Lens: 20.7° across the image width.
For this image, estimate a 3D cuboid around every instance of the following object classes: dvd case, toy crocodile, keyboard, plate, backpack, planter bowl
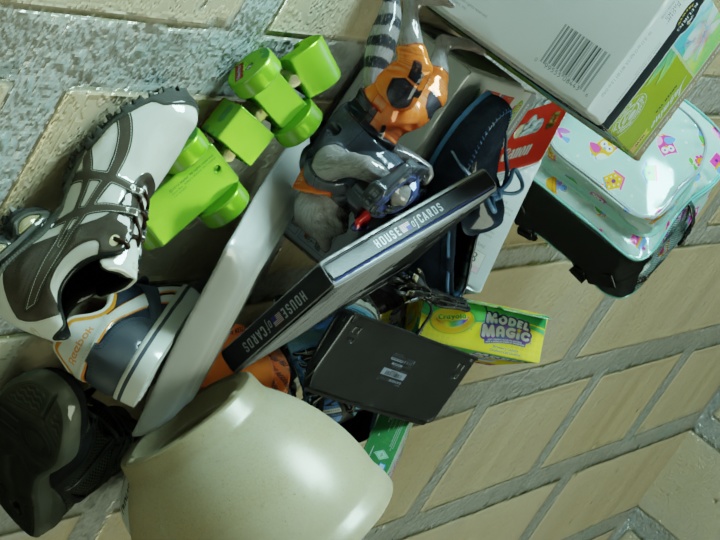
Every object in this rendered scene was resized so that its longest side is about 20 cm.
[{"bbox_3d":[0.000,0.000,1.489,0.200,0.025,0.150,-30,172,-44],"label":"dvd case"},{"bbox_3d":[-0.092,-0.095,1.403,0.200,0.062,0.068,-47,118,-9],"label":"toy crocodile"},{"bbox_3d":[0.036,0.059,1.592,0.127,0.021,0.200,-55,147,9],"label":"keyboard"},{"bbox_3d":[-0.096,0.011,1.480,0.200,0.032,0.200,-60,-177,33],"label":"plate"},{"bbox_3d":[0.265,-0.102,1.959,0.200,0.176,0.153,-41,162,-34],"label":"backpack"},{"bbox_3d":[-0.095,0.162,1.470,0.200,0.135,0.200,-33,-170,7],"label":"planter bowl"}]

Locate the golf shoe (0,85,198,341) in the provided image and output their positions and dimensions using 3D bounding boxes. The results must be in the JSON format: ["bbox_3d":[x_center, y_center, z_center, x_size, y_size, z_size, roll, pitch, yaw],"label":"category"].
[{"bbox_3d":[-0.164,-0.033,1.305,0.200,0.094,0.078,-47,158,-13],"label":"golf shoe"}]

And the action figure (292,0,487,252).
[{"bbox_3d":[0.014,-0.102,1.448,0.194,0.105,0.200,-57,173,-2],"label":"action figure"}]

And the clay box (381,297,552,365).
[{"bbox_3d":[0.091,0.053,1.764,0.200,0.115,0.048,166,-65,-79],"label":"clay box"}]

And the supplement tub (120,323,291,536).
[{"bbox_3d":[-0.126,0.145,1.638,0.122,0.122,0.200,-32,153,-40],"label":"supplement tub"}]

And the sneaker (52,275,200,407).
[{"bbox_3d":[-0.171,0.040,1.450,0.079,0.079,0.200,-62,180,9],"label":"sneaker"}]

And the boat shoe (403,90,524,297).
[{"bbox_3d":[0.092,-0.058,1.582,0.084,0.069,0.200,-36,156,-35],"label":"boat shoe"}]

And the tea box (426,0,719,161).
[{"bbox_3d":[0.159,-0.207,1.523,0.134,0.200,0.197,-54,159,6],"label":"tea box"}]

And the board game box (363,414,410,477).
[{"bbox_3d":[0.012,0.174,1.702,0.200,0.029,0.135,-63,173,-51],"label":"board game box"}]

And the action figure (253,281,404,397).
[{"bbox_3d":[-0.054,0.073,1.752,0.200,0.069,0.130,-39,164,-18],"label":"action figure"}]

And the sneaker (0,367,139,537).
[{"bbox_3d":[-0.215,0.114,1.477,0.114,0.076,0.200,-40,160,-31],"label":"sneaker"}]

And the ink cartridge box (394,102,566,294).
[{"bbox_3d":[0.101,-0.071,1.769,0.200,0.057,0.163,-67,-164,-10],"label":"ink cartridge box"}]

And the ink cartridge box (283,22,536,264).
[{"bbox_3d":[0.037,-0.096,1.625,0.200,0.084,0.176,-55,160,12],"label":"ink cartridge box"}]

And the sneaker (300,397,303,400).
[{"bbox_3d":[-0.042,0.196,1.686,0.115,0.076,0.201,142,-35,-78],"label":"sneaker"}]

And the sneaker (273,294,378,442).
[{"bbox_3d":[-0.019,0.083,1.636,0.200,0.078,0.090,54,38,-55],"label":"sneaker"}]
